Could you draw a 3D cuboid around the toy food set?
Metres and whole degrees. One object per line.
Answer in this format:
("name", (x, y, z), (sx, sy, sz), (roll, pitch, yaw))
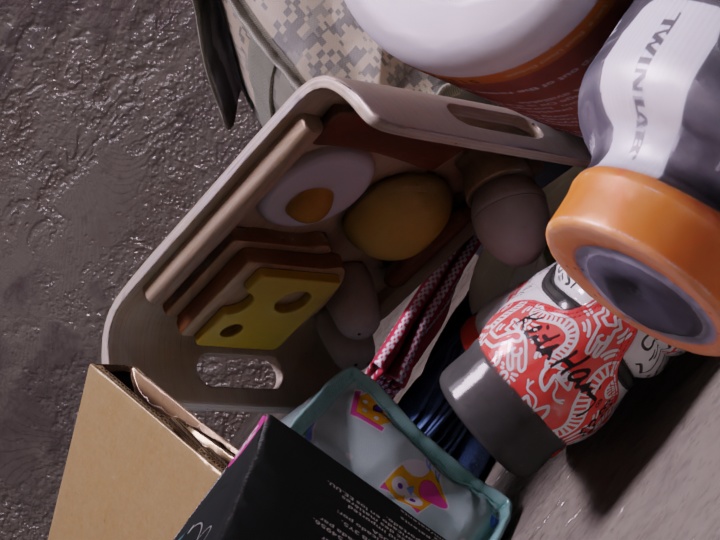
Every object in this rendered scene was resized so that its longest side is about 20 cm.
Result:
("toy food set", (0.000, 0.000, 0.813), (0.143, 0.061, 0.200), (5, -38, -41))

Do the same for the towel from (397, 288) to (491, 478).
("towel", (0.052, 0.065, 1.042), (0.200, 0.048, 0.112), (-58, 3, -39))

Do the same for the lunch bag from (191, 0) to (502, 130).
("lunch bag", (-0.014, -0.111, 0.916), (0.117, 0.200, 0.164), (-34, -21, -11))

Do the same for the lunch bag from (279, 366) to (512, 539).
("lunch bag", (-0.046, 0.163, 0.819), (0.170, 0.122, 0.200), (-51, -1, 37))

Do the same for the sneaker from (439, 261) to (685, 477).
("sneaker", (0.095, 0.020, 0.786), (0.108, 0.067, 0.201), (-40, -3, 9))

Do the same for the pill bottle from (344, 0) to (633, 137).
("pill bottle", (0.081, -0.110, 0.733), (0.112, 0.112, 0.200), (-54, -27, 12))

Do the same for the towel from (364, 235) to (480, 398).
("towel", (0.031, 0.031, 1.049), (0.145, 0.022, 0.200), (-57, -2, -23))

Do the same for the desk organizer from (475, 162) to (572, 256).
("desk organizer", (0.135, -0.076, 1.083), (0.200, 0.072, 0.077), (-51, 2, 46))

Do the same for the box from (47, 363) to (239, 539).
("box", (-0.073, 0.155, 0.700), (0.163, 0.021, 0.201), (32, 112, 47))

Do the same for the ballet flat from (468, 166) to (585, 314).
("ballet flat", (0.111, -0.016, 0.919), (0.200, 0.069, 0.070), (-52, 4, 38))

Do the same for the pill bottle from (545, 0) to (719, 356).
("pill bottle", (0.140, -0.071, 0.635), (0.200, 0.106, 0.106), (-55, 3, -15))

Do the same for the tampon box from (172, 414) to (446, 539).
("tampon box", (-0.027, 0.157, 0.524), (0.150, 0.126, 0.200), (-54, 3, 13))
